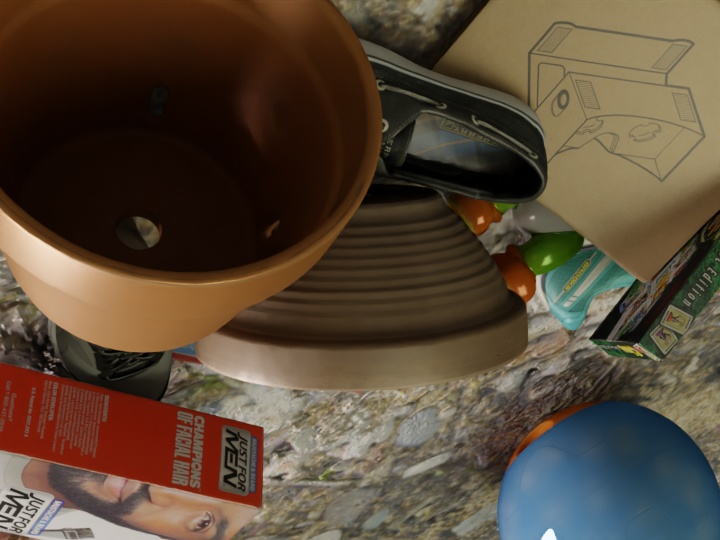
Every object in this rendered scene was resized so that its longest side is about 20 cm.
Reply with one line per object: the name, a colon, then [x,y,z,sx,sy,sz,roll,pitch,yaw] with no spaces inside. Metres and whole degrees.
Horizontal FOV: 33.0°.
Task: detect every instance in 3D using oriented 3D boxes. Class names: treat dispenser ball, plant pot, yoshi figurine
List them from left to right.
plant pot: [-0.102,-0.049,0.599,0.198,0.201,0.140,-10,155,-23]
plant pot: [0.000,0.000,0.722,0.199,0.200,0.094,-6,102,-28]
yoshi figurine: [0.164,-0.063,0.817,0.199,0.112,0.113,-31,136,-4]
treat dispenser ball: [0.222,0.218,1.089,0.199,0.202,0.202,-18,141,-15]

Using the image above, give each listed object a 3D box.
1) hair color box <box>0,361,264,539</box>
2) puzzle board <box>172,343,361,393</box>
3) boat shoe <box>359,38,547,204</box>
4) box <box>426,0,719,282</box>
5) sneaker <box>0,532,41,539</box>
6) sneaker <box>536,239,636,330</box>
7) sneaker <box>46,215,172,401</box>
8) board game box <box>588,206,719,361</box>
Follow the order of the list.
hair color box: [-0.173,0.128,0.779,0.199,0.064,0.111,16,140,-23]
puzzle board: [-0.024,0.027,0.865,0.199,0.017,0.151,16,123,-43]
boat shoe: [0.018,-0.084,0.693,0.198,0.057,0.069,10,128,-15]
box: [0.154,-0.106,0.739,0.199,0.021,0.164,36,113,-14]
sneaker: [-0.248,0.205,0.874,0.199,0.077,0.085,-26,147,-4]
sneaker: [0.222,-0.020,0.907,0.199,0.080,0.078,-24,175,0]
sneaker: [-0.151,0.031,0.736,0.073,0.080,0.201,-21,143,-14]
board game box: [0.228,-0.027,0.776,0.200,0.023,0.105,-51,-179,-5]
